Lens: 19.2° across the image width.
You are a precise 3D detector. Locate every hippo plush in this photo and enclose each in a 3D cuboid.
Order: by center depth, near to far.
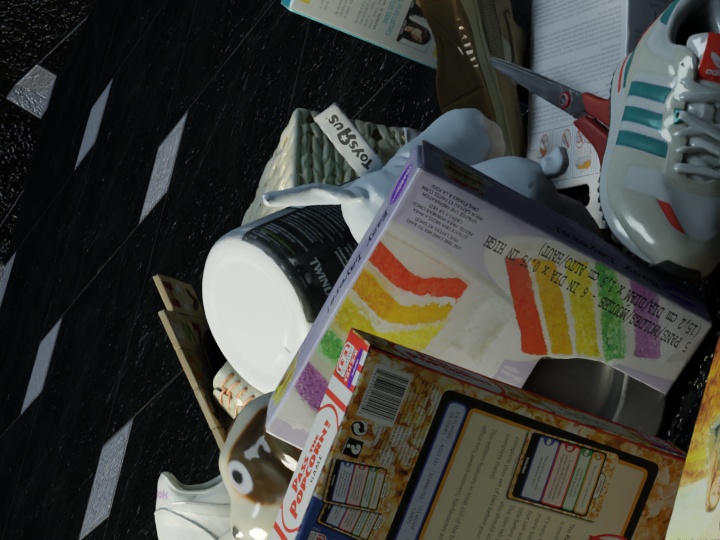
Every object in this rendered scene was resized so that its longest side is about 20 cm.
[{"bbox_3d":[0.083,-0.044,1.369,0.161,0.200,0.159,-5,45,52],"label":"hippo plush"}]

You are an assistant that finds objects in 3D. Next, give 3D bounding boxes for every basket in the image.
[{"bbox_3d":[-0.029,-0.017,1.716,0.136,0.123,0.200,-90,22,-50],"label":"basket"}]

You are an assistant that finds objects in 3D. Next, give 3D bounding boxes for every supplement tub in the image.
[{"bbox_3d":[0.000,0.000,1.481,0.122,0.200,0.123,27,128,40],"label":"supplement tub"}]

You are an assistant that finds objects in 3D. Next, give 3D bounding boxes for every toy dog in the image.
[{"bbox_3d":[0.010,0.140,1.301,0.194,0.200,0.140,-71,17,-4],"label":"toy dog"}]

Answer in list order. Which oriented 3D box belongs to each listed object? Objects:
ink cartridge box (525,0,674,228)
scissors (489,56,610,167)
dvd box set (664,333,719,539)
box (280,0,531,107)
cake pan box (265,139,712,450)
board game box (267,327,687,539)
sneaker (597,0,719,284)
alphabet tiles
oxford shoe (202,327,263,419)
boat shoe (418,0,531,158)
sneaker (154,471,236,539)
[{"bbox_3d":[0.162,-0.124,1.433,0.161,0.050,0.200,173,97,-71],"label":"ink cartridge box"},{"bbox_3d":[0.144,-0.111,1.374,0.200,0.014,0.073,55,133,44],"label":"scissors"},{"bbox_3d":[0.202,0.101,1.039,0.146,0.029,0.200,-16,56,70],"label":"dvd box set"},{"bbox_3d":[0.050,-0.193,1.556,0.049,0.200,0.082,-127,59,-75],"label":"box"},{"bbox_3d":[0.073,0.054,1.206,0.184,0.200,0.052,-57,11,19],"label":"cake pan box"},{"bbox_3d":[0.062,0.136,1.145,0.152,0.200,0.046,-68,16,5],"label":"board game box"},{"bbox_3d":[0.187,-0.087,1.227,0.200,0.070,0.093,-83,15,-44],"label":"sneaker"},{"bbox_3d":[-0.108,0.097,1.681,0.008,0.200,0.167,-26,-10,8],"label":"alphabet tiles"},{"bbox_3d":[-0.076,0.107,1.601,0.071,0.074,0.200,-63,26,17],"label":"oxford shoe"},{"bbox_3d":[0.091,-0.156,1.508,0.071,0.064,0.200,12,120,60],"label":"boat shoe"},{"bbox_3d":[-0.045,0.158,1.466,0.075,0.200,0.100,174,86,-83],"label":"sneaker"}]
